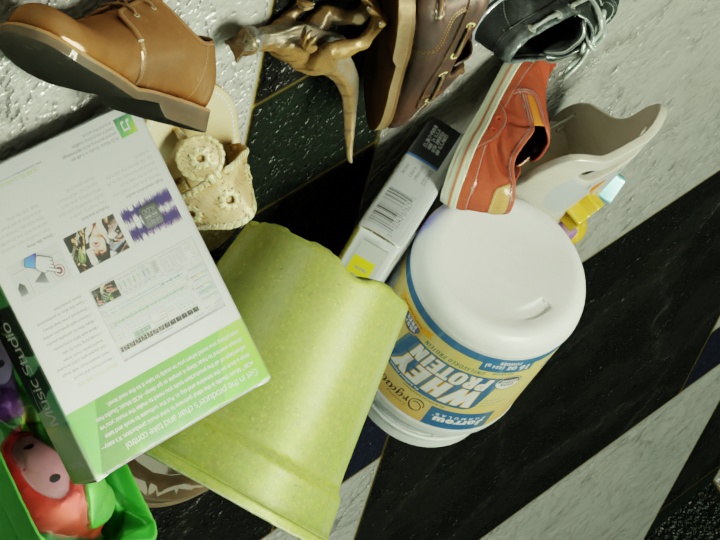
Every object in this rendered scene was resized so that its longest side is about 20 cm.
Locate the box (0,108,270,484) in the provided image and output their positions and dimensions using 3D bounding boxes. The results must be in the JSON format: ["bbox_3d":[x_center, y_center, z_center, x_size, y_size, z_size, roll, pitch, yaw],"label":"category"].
[{"bbox_3d":[-0.158,0.012,1.438,0.144,0.200,0.036,-29,-175,-34],"label":"box"}]

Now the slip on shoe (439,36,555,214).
[{"bbox_3d":[0.122,-0.113,1.828,0.074,0.061,0.200,104,11,-46],"label":"slip on shoe"}]

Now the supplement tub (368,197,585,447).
[{"bbox_3d":[0.081,0.045,1.870,0.145,0.145,0.200,-30,164,-33],"label":"supplement tub"}]

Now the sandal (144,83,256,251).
[{"bbox_3d":[-0.095,-0.055,1.592,0.078,0.070,0.212,-39,159,-13],"label":"sandal"}]

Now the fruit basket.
[{"bbox_3d":[-0.191,0.085,1.494,0.216,0.216,0.155,-50,158,16],"label":"fruit basket"}]

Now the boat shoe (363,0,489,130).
[{"bbox_3d":[0.044,-0.151,1.608,0.070,0.070,0.200,-5,164,-11],"label":"boat shoe"}]

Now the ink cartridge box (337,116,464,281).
[{"bbox_3d":[0.000,0.000,1.820,0.200,0.047,0.198,-56,-178,33],"label":"ink cartridge box"}]

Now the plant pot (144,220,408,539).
[{"bbox_3d":[-0.065,0.072,1.638,0.184,0.200,0.200,-61,161,-6],"label":"plant pot"}]

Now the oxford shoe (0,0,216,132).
[{"bbox_3d":[-0.147,-0.135,1.371,0.200,0.071,0.071,16,90,-66],"label":"oxford shoe"}]

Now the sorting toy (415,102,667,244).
[{"bbox_3d":[0.165,-0.079,1.913,0.200,0.107,0.180,-29,176,-36],"label":"sorting toy"}]

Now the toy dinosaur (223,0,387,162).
[{"bbox_3d":[-0.025,-0.150,1.577,0.106,0.060,0.200,-36,152,17],"label":"toy dinosaur"}]

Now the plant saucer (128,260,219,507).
[{"bbox_3d":[-0.131,0.090,1.742,0.200,0.029,0.200,-19,122,-35],"label":"plant saucer"}]

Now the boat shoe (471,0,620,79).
[{"bbox_3d":[0.155,-0.191,1.795,0.074,0.068,0.199,-53,158,25],"label":"boat shoe"}]
